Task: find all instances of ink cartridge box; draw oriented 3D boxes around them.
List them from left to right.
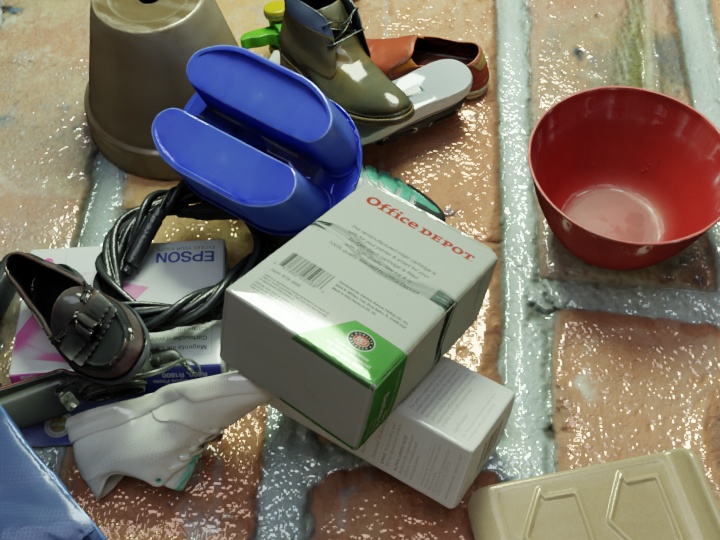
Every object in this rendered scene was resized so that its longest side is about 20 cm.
[{"bbox_3d":[-0.225,0.063,0.925,0.195,0.043,0.201,-4,54,-2],"label":"ink cartridge box"},{"bbox_3d":[0.002,0.029,0.812,0.146,0.083,0.200,31,45,20],"label":"ink cartridge box"}]

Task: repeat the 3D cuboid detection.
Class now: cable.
[{"bbox_3d":[-0.167,-0.018,0.926,0.199,0.051,0.163,-25,60,-18],"label":"cable"}]

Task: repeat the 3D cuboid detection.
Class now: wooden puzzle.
[{"bbox_3d":[0.203,0.251,0.791,0.199,0.046,0.186,-12,55,-2],"label":"wooden puzzle"}]

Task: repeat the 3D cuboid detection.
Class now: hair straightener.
[{"bbox_3d":[-0.237,0.110,0.847,0.199,0.041,0.077,-12,17,-7],"label":"hair straightener"}]

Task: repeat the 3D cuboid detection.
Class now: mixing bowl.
[{"bbox_3d":[0.259,-0.074,0.974,0.199,0.109,0.201,0,54,0],"label":"mixing bowl"}]

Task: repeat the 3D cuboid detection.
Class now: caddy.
[{"bbox_3d":[-0.095,-0.120,0.917,0.199,0.105,0.142,29,85,18],"label":"caddy"}]

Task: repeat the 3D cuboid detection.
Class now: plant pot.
[{"bbox_3d":[-0.210,-0.227,1.046,0.199,0.174,0.201,0,56,0],"label":"plant pot"}]

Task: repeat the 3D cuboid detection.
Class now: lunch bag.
[{"bbox_3d":[-0.287,0.213,0.762,0.132,0.136,0.200,-38,62,-23],"label":"lunch bag"}]

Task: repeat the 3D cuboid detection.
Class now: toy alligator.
[{"bbox_3d":[-0.053,-0.299,1.158,0.200,0.060,0.054,-34,50,-30],"label":"toy alligator"}]

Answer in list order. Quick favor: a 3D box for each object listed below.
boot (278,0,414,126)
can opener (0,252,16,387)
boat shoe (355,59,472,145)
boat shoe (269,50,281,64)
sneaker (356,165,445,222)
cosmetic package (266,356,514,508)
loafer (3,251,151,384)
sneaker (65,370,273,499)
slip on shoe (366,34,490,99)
[{"bbox_3d":[-0.022,-0.224,1.002,0.075,0.097,0.200,-33,50,-27],"label":"boot"},{"bbox_3d":[-0.365,0.072,0.912,0.063,0.078,0.201,-20,46,43],"label":"can opener"},{"bbox_3d":[0.030,-0.169,1.067,0.199,0.066,0.070,-26,64,-15],"label":"boat shoe"},{"bbox_3d":[-0.085,-0.168,1.064,0.063,0.071,0.201,8,54,10],"label":"boat shoe"},{"bbox_3d":[-0.014,-0.067,1.012,0.199,0.088,0.074,24,17,-3],"label":"sneaker"},{"bbox_3d":[0.022,0.110,0.853,0.199,0.074,0.102,26,34,19],"label":"cosmetic package"},{"bbox_3d":[-0.253,0.037,0.842,0.200,0.063,0.072,29,81,46],"label":"loafer"},{"bbox_3d":[-0.153,0.141,0.836,0.199,0.075,0.089,-19,82,17],"label":"sneaker"},{"bbox_3d":[0.051,-0.245,1.124,0.199,0.061,0.074,10,57,9],"label":"slip on shoe"}]
